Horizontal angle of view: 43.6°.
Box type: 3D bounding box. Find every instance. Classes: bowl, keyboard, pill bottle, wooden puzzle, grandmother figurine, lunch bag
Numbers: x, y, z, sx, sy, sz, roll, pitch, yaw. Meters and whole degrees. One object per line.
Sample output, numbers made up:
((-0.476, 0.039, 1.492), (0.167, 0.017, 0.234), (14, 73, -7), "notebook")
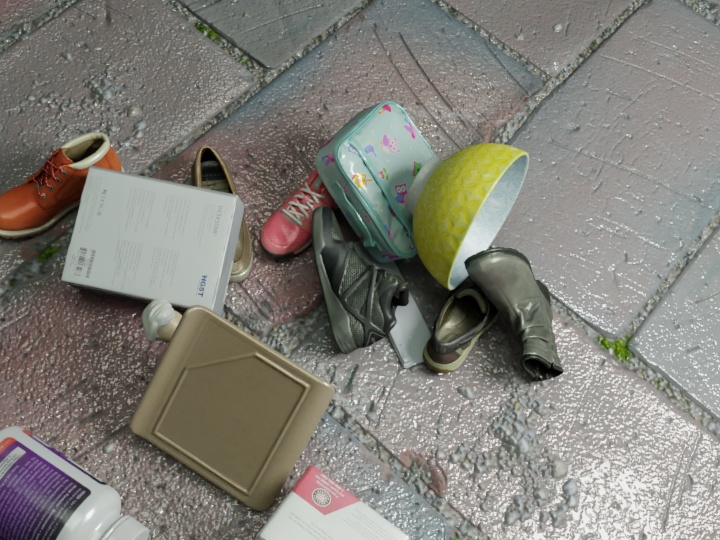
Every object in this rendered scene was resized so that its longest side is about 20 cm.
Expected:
((0.123, -0.088, 1.165), (0.107, 0.201, 0.200), (32, 62, 16), "bowl")
((0.044, 0.039, 1.241), (0.056, 0.011, 0.201), (-16, 64, -21), "keyboard")
((-0.340, 0.271, 1.006), (0.199, 0.112, 0.112), (30, 62, 10), "pill bottle")
((-0.153, 0.163, 1.071), (0.199, 0.037, 0.186), (30, 104, 2), "wooden puzzle")
((-0.190, 0.111, 1.117), (0.200, 0.121, 0.061), (40, 20, -1), "grandmother figurine")
((0.038, -0.116, 1.237), (0.160, 0.077, 0.201), (-47, 110, -34), "lunch bag")

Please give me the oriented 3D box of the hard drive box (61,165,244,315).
((-0.267, -0.036, 1.175), (0.198, 0.077, 0.157), (12, 82, 2), "hard drive box")

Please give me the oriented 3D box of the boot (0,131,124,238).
((-0.420, -0.120, 1.219), (0.199, 0.107, 0.075), (-31, 70, -20), "boot")

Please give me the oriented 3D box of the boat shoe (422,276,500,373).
((0.151, 0.049, 1.212), (0.073, 0.065, 0.201), (27, 57, 10), "boat shoe")

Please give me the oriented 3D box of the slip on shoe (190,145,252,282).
((-0.195, -0.081, 1.247), (0.075, 0.061, 0.202), (-7, 64, -11), "slip on shoe")

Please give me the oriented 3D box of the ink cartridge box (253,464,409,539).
((-0.060, 0.349, 1.011), (0.145, 0.085, 0.200), (34, 61, 12), "ink cartridge box")

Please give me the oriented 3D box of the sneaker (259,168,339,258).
((-0.070, -0.102, 1.260), (0.074, 0.087, 0.200), (37, 63, 15), "sneaker")

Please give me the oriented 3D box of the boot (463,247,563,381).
((0.208, 0.060, 1.157), (0.067, 0.200, 0.132), (-25, 54, 26), "boot")

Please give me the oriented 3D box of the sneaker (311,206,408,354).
((0.000, 0.000, 1.196), (0.113, 0.076, 0.201), (-18, 72, 5), "sneaker")
